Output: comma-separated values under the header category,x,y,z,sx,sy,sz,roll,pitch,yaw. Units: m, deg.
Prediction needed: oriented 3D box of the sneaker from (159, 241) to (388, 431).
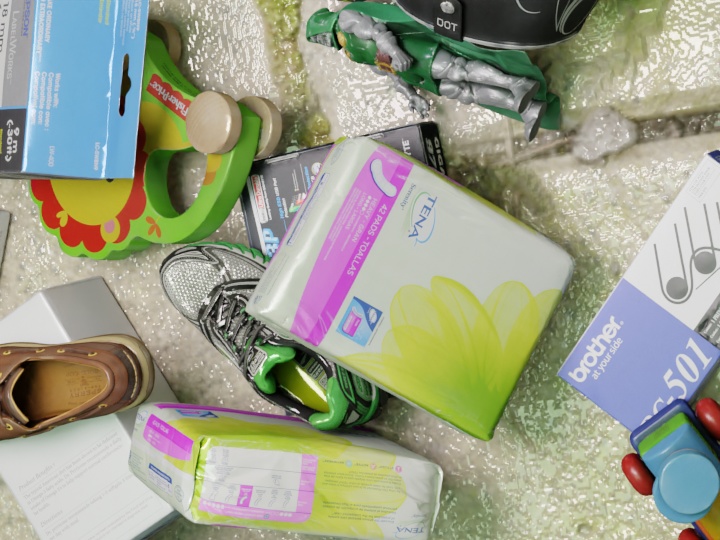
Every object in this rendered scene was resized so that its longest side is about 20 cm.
category,x,y,z,sx,sy,sz,roll,pitch,yaw
sneaker,-0.071,0.046,1.716,0.199,0.085,0.078,34,107,15

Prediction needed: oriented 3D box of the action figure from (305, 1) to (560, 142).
category,x,y,z,sx,sy,sz,roll,pitch,yaw
action figure,0.045,-0.154,1.701,0.199,0.118,0.055,23,70,26

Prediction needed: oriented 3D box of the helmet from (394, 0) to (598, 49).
category,x,y,z,sx,sy,sz,roll,pitch,yaw
helmet,0.108,-0.273,1.622,0.199,0.200,0.192,21,119,16

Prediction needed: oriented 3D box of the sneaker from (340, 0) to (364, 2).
category,x,y,z,sx,sy,sz,roll,pitch,yaw
sneaker,-0.018,-0.245,1.673,0.075,0.200,0.077,6,82,-14

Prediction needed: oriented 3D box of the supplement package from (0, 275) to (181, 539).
category,x,y,z,sx,sy,sz,roll,pitch,yaw
supplement package,-0.217,0.122,1.808,0.117,0.117,0.201,-34,84,20

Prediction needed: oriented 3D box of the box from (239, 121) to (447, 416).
category,x,y,z,sx,sy,sz,roll,pitch,yaw
box,0.000,0.000,1.755,0.158,0.046,0.202,-12,92,21

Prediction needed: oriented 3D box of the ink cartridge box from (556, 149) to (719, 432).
category,x,y,z,sx,sy,sz,roll,pitch,yaw
ink cartridge box,0.238,0.021,1.672,0.094,0.044,0.201,37,108,13

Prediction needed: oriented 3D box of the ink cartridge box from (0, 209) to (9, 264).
category,x,y,z,sx,sy,sz,roll,pitch,yaw
ink cartridge box,-0.366,0.045,1.838,0.087,0.145,0.202,14,100,18

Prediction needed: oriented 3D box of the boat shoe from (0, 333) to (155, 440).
category,x,y,z,sx,sy,sz,roll,pitch,yaw
boat shoe,-0.255,0.089,1.719,0.198,0.068,0.073,-12,91,19

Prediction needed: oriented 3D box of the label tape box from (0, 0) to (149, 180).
category,x,y,z,sx,sy,sz,roll,pitch,yaw
label tape box,-0.242,-0.144,1.755,0.199,0.063,0.146,3,88,55

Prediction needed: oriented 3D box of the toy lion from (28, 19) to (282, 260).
category,x,y,z,sx,sy,sz,roll,pitch,yaw
toy lion,-0.175,-0.087,1.783,0.200,0.068,0.193,38,112,32

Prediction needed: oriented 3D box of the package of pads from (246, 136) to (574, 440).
category,x,y,z,sx,sy,sz,roll,pitch,yaw
package of pads,0.040,0.009,1.659,0.199,0.068,0.155,30,83,-13

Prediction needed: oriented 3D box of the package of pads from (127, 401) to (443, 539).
category,x,y,z,sx,sy,sz,roll,pitch,yaw
package of pads,-0.055,0.147,1.688,0.198,0.154,0.069,8,94,-23

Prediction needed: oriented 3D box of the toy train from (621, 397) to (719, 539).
category,x,y,z,sx,sy,sz,roll,pitch,yaw
toy train,0.269,0.192,1.621,0.084,0.116,0.201,-37,96,9
